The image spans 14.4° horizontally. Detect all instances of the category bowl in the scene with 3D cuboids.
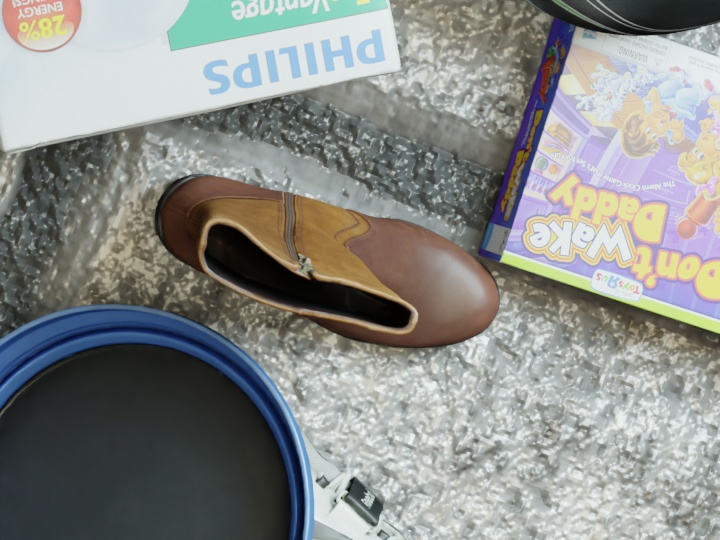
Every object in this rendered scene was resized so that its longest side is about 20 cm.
[{"bbox_3d":[-0.118,0.118,1.388,0.200,0.039,0.201,-2,82,11],"label":"bowl"}]

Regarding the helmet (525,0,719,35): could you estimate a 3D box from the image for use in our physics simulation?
[{"bbox_3d":[0.130,-0.214,1.372,0.190,0.200,0.201,3,95,-23],"label":"helmet"}]

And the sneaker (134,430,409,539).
[{"bbox_3d":[-0.017,0.129,1.432,0.199,0.074,0.089,13,89,-9],"label":"sneaker"}]

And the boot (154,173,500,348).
[{"bbox_3d":[0.000,0.000,1.358,0.188,0.200,0.069,25,90,-14],"label":"boot"}]

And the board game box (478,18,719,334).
[{"bbox_3d":[0.177,-0.040,1.472,0.199,0.045,0.135,17,92,-14],"label":"board game box"}]

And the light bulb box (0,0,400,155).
[{"bbox_3d":[-0.102,-0.172,1.357,0.198,0.125,0.201,-13,97,-11],"label":"light bulb box"}]
